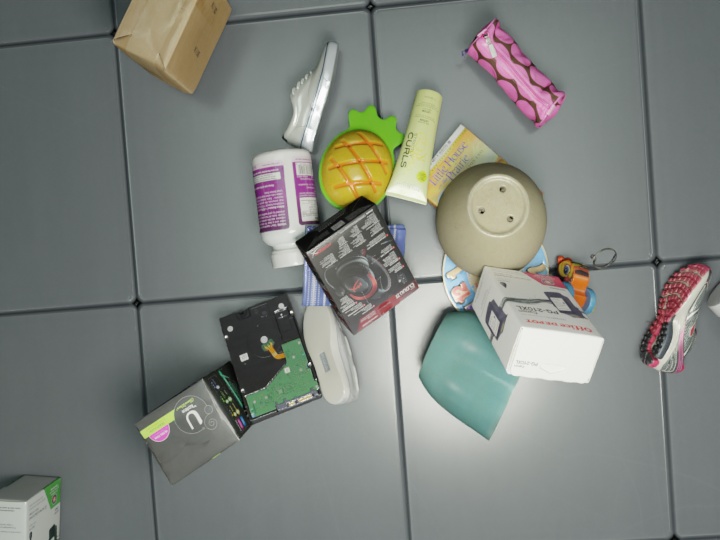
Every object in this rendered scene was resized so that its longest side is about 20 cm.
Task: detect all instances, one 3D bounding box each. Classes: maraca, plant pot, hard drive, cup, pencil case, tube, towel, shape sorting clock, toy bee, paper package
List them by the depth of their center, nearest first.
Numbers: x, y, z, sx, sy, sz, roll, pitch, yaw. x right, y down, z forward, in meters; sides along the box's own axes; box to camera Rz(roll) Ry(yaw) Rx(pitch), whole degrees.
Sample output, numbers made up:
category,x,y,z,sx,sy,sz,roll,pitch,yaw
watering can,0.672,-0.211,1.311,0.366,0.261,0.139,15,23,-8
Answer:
category,x,y,z,sx,sy,sz,roll,pitch,yaw
cup,0.225,-0.096,1.297,0.195,0.143,0.206,-1,83,5
plant pot,0.196,0.165,1.341,0.159,0.200,0.204,26,93,12
paper package,-0.322,-0.433,1.350,0.102,0.200,0.194,26,92,2
pencil case,0.276,-0.348,1.365,0.200,0.094,0.091,45,94,1
tube,0.104,-0.222,1.378,0.057,0.052,0.205,5,76,40
toy bee,0.380,0.031,1.379,0.130,0.109,0.200,34,108,-28
maraca,0.003,-0.199,1.385,0.135,0.107,0.203,25,79,-5
towel,-0.010,-0.011,1.387,0.195,0.024,0.149,-1,103,-21
hard drive,-0.163,0.158,1.395,0.137,0.038,0.203,-20,68,-6
shape sorting clock,0.247,0.002,1.405,0.195,0.039,0.205,0,92,4

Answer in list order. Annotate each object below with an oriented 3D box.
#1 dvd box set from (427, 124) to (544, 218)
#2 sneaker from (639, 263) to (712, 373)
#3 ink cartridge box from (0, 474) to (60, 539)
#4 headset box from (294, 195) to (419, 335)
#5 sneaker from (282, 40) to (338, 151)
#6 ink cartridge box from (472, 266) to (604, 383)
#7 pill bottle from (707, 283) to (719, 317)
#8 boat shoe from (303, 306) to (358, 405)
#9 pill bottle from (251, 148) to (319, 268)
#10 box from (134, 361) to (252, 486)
category,x,y,z,sx,sy,sz,roll,pitch,yaw
dvd box set,0.211,-0.145,1.391,0.199,0.029,0.147,42,89,8
sneaker,0.571,0.084,1.372,0.073,0.081,0.204,20,101,-11
ink cartridge box,-0.624,0.502,1.427,0.081,0.147,0.205,3,93,2
headset box,0.000,0.000,1.338,0.147,0.075,0.202,-35,115,-9
sneaker,-0.092,-0.322,1.401,0.069,0.073,0.204,17,93,0
ink cartridge box,0.279,0.083,1.233,0.141,0.201,0.086,8,116,-13
pill bottle,0.709,0.099,1.337,0.200,0.120,0.120,43,94,1
boat shoe,-0.047,0.147,1.413,0.071,0.068,0.203,-34,63,26
pill bottle,-0.132,-0.110,1.391,0.109,0.112,0.205,-7,91,4
box,-0.280,0.264,1.368,0.147,0.200,0.126,-33,90,4
